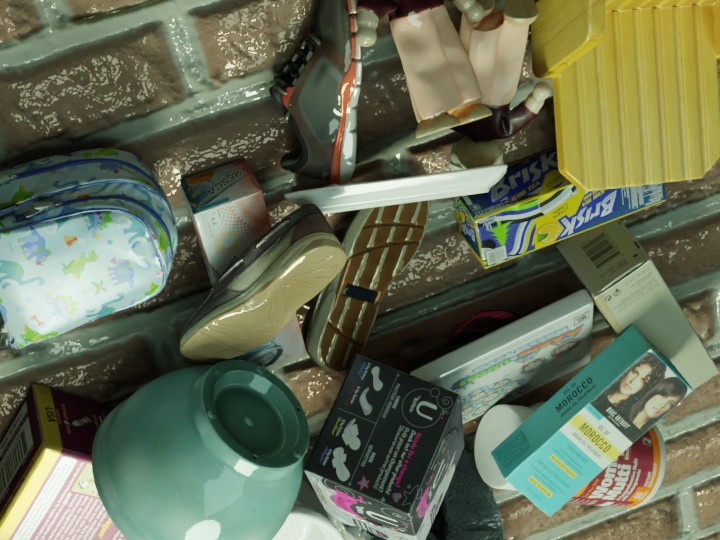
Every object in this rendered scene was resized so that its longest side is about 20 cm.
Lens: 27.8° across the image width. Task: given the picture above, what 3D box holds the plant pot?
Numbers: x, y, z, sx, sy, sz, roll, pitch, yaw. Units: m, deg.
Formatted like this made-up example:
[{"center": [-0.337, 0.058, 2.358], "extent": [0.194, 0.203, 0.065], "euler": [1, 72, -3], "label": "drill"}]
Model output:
[{"center": [-0.131, 0.167, 1.363], "extent": [0.200, 0.201, 0.134], "euler": [20, 131, -31], "label": "plant pot"}]

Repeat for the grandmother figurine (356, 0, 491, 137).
[{"center": [0.045, -0.216, 1.228], "extent": [0.121, 0.060, 0.201], "euler": [-20, 94, -37], "label": "grandmother figurine"}]

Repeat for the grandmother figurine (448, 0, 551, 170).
[{"center": [0.112, -0.161, 1.342], "extent": [0.121, 0.061, 0.200], "euler": [17, 133, 17], "label": "grandmother figurine"}]

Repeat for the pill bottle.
[{"center": [0.233, 0.204, 1.616], "extent": [0.200, 0.110, 0.110], "euler": [9, 119, -31], "label": "pill bottle"}]

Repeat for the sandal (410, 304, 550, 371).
[{"center": [0.141, 0.067, 1.530], "extent": [0.200, 0.045, 0.075], "euler": [-22, 155, -12], "label": "sandal"}]

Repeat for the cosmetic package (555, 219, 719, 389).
[{"center": [0.294, 0.040, 1.538], "extent": [0.073, 0.104, 0.200], "euler": [-34, 127, 5], "label": "cosmetic package"}]

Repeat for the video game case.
[{"center": [0.151, 0.102, 1.524], "extent": [0.200, 0.024, 0.182], "euler": [-26, 156, -3], "label": "video game case"}]

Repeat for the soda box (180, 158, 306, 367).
[{"center": [-0.109, -0.002, 1.373], "extent": [0.068, 0.064, 0.200], "euler": [-20, 127, -8], "label": "soda box"}]

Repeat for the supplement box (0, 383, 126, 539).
[{"center": [-0.256, 0.212, 1.438], "extent": [0.200, 0.103, 0.131], "euler": [22, 113, -31], "label": "supplement box"}]

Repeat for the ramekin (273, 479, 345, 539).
[{"center": [-0.119, 0.303, 1.560], "extent": [0.200, 0.098, 0.201], "euler": [-11, 127, -14], "label": "ramekin"}]

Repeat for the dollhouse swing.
[{"center": [0.278, -0.180, 1.322], "extent": [0.199, 0.182, 0.176], "euler": [-7, 82, -17], "label": "dollhouse swing"}]

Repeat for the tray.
[{"center": [0.036, -0.072, 1.326], "extent": [0.199, 0.107, 0.022], "euler": [-7, 92, 6], "label": "tray"}]

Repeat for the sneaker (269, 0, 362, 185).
[{"center": [-0.040, -0.169, 1.280], "extent": [0.082, 0.077, 0.201], "euler": [4, 113, -1], "label": "sneaker"}]

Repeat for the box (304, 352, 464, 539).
[{"center": [0.030, 0.188, 1.446], "extent": [0.200, 0.114, 0.132], "euler": [75, 37, -68], "label": "box"}]

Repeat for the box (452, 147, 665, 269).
[{"center": [0.196, -0.076, 1.438], "extent": [0.199, 0.070, 0.064], "euler": [-20, 127, -8], "label": "box"}]

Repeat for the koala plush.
[{"center": [0.083, 0.337, 1.632], "extent": [0.177, 0.184, 0.200], "euler": [-15, 139, -11], "label": "koala plush"}]

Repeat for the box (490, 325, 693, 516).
[{"center": [0.236, 0.155, 1.491], "extent": [0.200, 0.049, 0.082], "euler": [-44, 120, 10], "label": "box"}]

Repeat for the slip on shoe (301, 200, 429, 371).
[{"center": [0.000, 0.000, 1.423], "extent": [0.076, 0.061, 0.200], "euler": [19, 96, -30], "label": "slip on shoe"}]

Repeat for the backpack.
[{"center": [-0.258, -0.023, 1.265], "extent": [0.200, 0.154, 0.164], "euler": [-25, 123, -20], "label": "backpack"}]

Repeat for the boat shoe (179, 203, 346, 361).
[{"center": [-0.092, 0.013, 1.310], "extent": [0.072, 0.065, 0.200], "euler": [18, 135, -39], "label": "boat shoe"}]
